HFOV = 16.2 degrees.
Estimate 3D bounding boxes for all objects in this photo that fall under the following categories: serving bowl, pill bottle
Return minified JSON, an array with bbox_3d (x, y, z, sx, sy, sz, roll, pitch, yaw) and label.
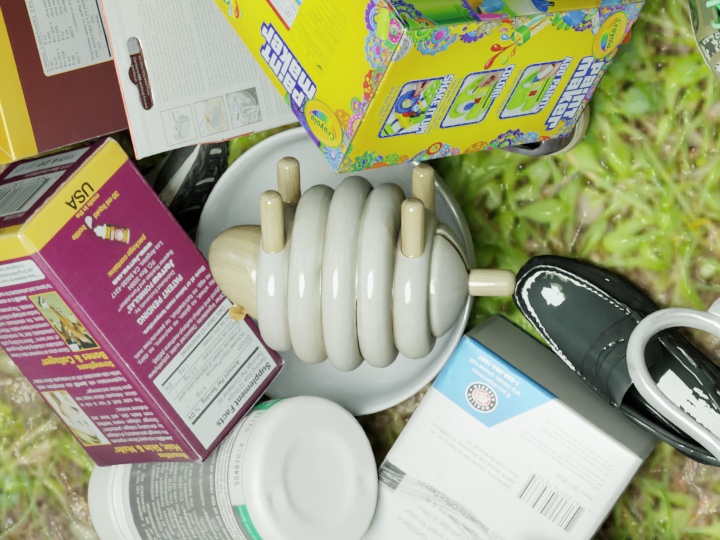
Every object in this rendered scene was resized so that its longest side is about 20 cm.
[{"bbox_3d":[-0.011,-0.005,1.725,0.199,0.066,0.201,4,102,18],"label":"serving bowl"},{"bbox_3d":[-0.092,0.149,1.723,0.200,0.113,0.113,-11,98,47],"label":"pill bottle"}]

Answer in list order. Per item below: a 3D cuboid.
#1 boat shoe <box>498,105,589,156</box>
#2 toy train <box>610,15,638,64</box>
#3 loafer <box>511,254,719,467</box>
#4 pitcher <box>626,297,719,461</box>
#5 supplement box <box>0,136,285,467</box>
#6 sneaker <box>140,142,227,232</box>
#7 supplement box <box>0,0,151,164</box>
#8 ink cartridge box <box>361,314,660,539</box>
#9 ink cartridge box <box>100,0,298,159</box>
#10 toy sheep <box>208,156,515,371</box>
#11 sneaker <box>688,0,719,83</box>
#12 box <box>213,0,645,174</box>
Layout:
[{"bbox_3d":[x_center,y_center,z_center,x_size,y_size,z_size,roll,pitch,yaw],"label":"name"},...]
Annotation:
[{"bbox_3d":[0.058,-0.139,1.673,0.200,0.065,0.072,36,113,13],"label":"boat shoe"},{"bbox_3d":[0.136,-0.235,1.615,0.150,0.056,0.201,12,108,51],"label":"toy train"},{"bbox_3d":[0.183,0.060,1.670,0.200,0.070,0.068,38,109,8],"label":"loafer"},{"bbox_3d":[0.269,0.101,1.590,0.171,0.121,0.201,-16,72,4],"label":"pitcher"},{"bbox_3d":[-0.167,0.025,1.663,0.131,0.103,0.200,-8,124,51],"label":"supplement box"},{"bbox_3d":[-0.170,-0.034,1.771,0.079,0.074,0.200,47,111,10],"label":"sneaker"},{"bbox_3d":[-0.229,-0.144,1.666,0.197,0.200,0.133,-8,99,45],"label":"supplement box"},{"bbox_3d":[0.088,0.155,1.712,0.144,0.084,0.200,35,109,9],"label":"ink cartridge box"},{"bbox_3d":[-0.088,-0.141,1.630,0.050,0.200,0.109,-4,101,51],"label":"ink cartridge box"},{"bbox_3d":[0.000,0.000,1.620,0.199,0.138,0.138,5,102,12],"label":"toy sheep"},{"bbox_3d":[0.229,-0.189,1.596,0.077,0.089,0.201,-19,94,21],"label":"sneaker"},{"bbox_3d":[0.031,-0.182,1.560,0.200,0.192,0.122,56,138,29],"label":"box"}]
